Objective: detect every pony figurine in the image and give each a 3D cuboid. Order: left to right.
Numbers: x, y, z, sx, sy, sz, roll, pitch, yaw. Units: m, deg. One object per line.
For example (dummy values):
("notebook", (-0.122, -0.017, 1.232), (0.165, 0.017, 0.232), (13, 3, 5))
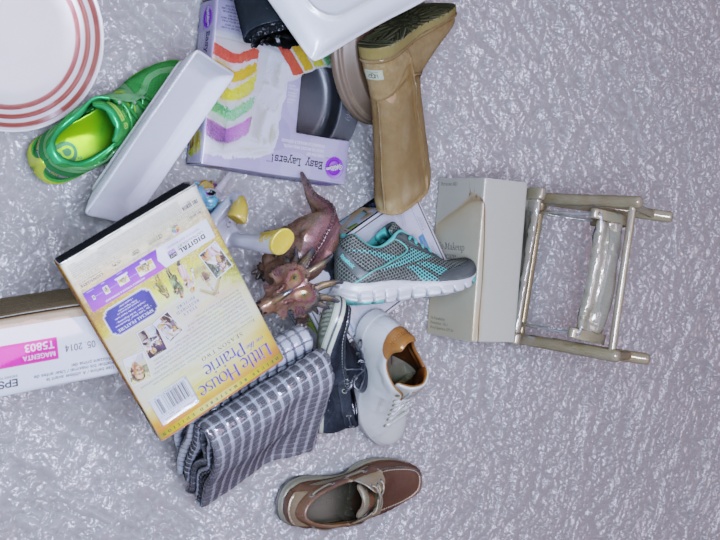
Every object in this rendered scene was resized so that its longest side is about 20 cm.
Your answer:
("pony figurine", (-0.173, -0.012, 1.184), (0.166, 0.200, 0.194), (40, 88, -30))

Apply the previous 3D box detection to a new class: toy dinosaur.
("toy dinosaur", (-0.057, -0.018, 1.207), (0.085, 0.135, 0.202), (23, 69, -13))

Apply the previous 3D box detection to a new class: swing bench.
("swing bench", (0.269, 0.005, 1.431), (0.129, 0.199, 0.201), (11, 87, -56))

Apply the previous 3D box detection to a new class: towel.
("towel", (-0.117, 0.164, 1.214), (0.165, 0.201, 0.086), (-33, 69, -27))

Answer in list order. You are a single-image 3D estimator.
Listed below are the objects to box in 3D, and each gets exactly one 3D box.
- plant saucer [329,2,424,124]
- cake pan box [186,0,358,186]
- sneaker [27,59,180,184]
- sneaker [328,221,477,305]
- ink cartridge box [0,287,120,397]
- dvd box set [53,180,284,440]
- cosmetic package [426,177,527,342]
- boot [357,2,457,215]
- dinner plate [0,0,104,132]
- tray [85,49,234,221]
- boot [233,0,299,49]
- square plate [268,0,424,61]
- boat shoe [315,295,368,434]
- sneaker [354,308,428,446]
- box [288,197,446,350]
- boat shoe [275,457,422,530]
("plant saucer", (0.028, -0.271, 1.317), (0.200, 0.029, 0.202), (-24, 118, -56))
("cake pan box", (-0.095, -0.198, 1.284), (0.198, 0.052, 0.186), (7, 92, -33))
("sneaker", (-0.248, -0.152, 1.167), (0.200, 0.083, 0.074), (-39, 105, -24))
("sneaker", (0.053, -0.012, 1.308), (0.198, 0.077, 0.092), (-6, 92, -33))
("ink cartridge box", (-0.329, 0.068, 1.088), (0.198, 0.164, 0.076), (-9, 98, -31))
("dvd box set", (-0.175, 0.038, 1.059), (0.146, 0.029, 0.201), (-33, 113, -18))
("cosmetic package", (0.146, -0.014, 1.418), (0.073, 0.103, 0.202), (2, 92, -32))
("boot", (0.059, -0.192, 1.309), (0.175, 0.066, 0.202), (-38, 131, -39))
("dinner plate", (-0.355, -0.240, 1.131), (0.199, 0.024, 0.202), (-3, 96, -32))
("tray", (-0.211, -0.138, 1.167), (0.022, 0.107, 0.201), (37, 96, 12))
("boot", (-0.070, -0.329, 1.235), (0.199, 0.076, 0.169), (-18, 82, -38))
("square plate", (-0.037, -0.343, 1.196), (0.200, 0.028, 0.199), (-36, 91, -36))
("boat shoe", (-0.021, 0.107, 1.266), (0.062, 0.075, 0.201), (4, 130, -2))
("sneaker", (0.039, 0.146, 1.343), (0.073, 0.084, 0.201), (-33, 135, -29))
("box", (0.000, 0.000, 1.352), (0.199, 0.060, 0.117), (-34, 111, -25))
("boat shoe", (-0.003, 0.276, 1.364), (0.198, 0.072, 0.077), (-9, 99, -31))
